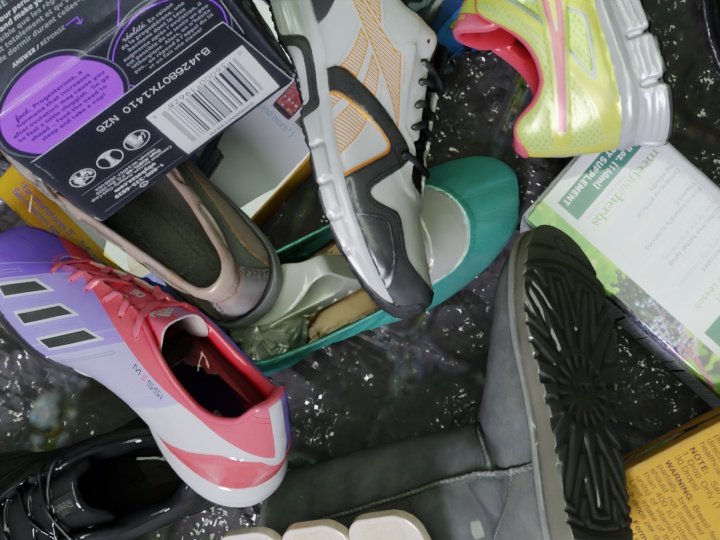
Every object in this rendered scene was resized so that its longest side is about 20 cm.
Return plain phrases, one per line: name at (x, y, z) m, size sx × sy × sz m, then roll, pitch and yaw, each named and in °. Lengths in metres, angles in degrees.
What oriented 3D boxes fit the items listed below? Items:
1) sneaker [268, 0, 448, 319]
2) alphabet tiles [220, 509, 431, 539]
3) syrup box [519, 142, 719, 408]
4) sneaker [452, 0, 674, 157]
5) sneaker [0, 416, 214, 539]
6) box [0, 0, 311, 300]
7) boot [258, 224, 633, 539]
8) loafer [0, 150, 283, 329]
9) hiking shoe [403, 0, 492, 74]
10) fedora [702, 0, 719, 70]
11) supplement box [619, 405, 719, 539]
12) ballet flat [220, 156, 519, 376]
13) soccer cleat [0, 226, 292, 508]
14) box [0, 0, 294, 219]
sneaker at (0.010, -0.077, 0.704) m, size 0.079 × 0.074 × 0.202 m, roll -15°, pitch 79°, yaw 4°
alphabet tiles at (0.015, 0.203, 0.708) m, size 0.198 × 0.015 × 0.197 m, roll -13°, pitch 114°, yaw 32°
syrup box at (0.180, 0.014, 0.747) m, size 0.200 × 0.081 × 0.079 m, roll 42°, pitch 89°, yaw 7°
sneaker at (0.082, -0.146, 0.701) m, size 0.089 × 0.078 × 0.202 m, roll -18°, pitch 78°, yaw 7°
sneaker at (-0.159, 0.121, 0.753) m, size 0.198 × 0.091 × 0.077 m, roll -26°, pitch 86°, yaw 2°
box at (-0.088, -0.075, 0.791) m, size 0.119 × 0.041 × 0.200 m, roll 42°, pitch 91°, yaw 6°
boot at (0.033, 0.089, 0.723) m, size 0.072 × 0.199 × 0.184 m, roll 21°, pitch 59°, yaw -36°
loafer at (-0.122, -0.049, 0.731) m, size 0.200 × 0.063 × 0.072 m, roll 40°, pitch 92°, yaw 15°
hiking shoe at (0.098, -0.149, 0.769) m, size 0.199 × 0.074 × 0.087 m, roll -35°, pitch 83°, yaw 0°
fedora at (0.244, -0.122, 0.702) m, size 0.199 × 0.092 × 0.202 m, roll 15°, pitch 125°, yaw 22°
supplement box at (0.139, 0.122, 0.703) m, size 0.199 × 0.066 × 0.069 m, roll -37°, pitch 82°, yaw 32°
ballet flat at (0.000, 0.000, 0.764) m, size 0.199 × 0.070 × 0.068 m, roll -29°, pitch 83°, yaw 0°
soccer cleat at (-0.109, 0.029, 0.710) m, size 0.199 × 0.074 × 0.068 m, roll 39°, pitch 50°, yaw 20°
box at (-0.137, -0.147, 0.675) m, size 0.122 × 0.106 × 0.201 m, roll -33°, pitch 63°, yaw 6°
